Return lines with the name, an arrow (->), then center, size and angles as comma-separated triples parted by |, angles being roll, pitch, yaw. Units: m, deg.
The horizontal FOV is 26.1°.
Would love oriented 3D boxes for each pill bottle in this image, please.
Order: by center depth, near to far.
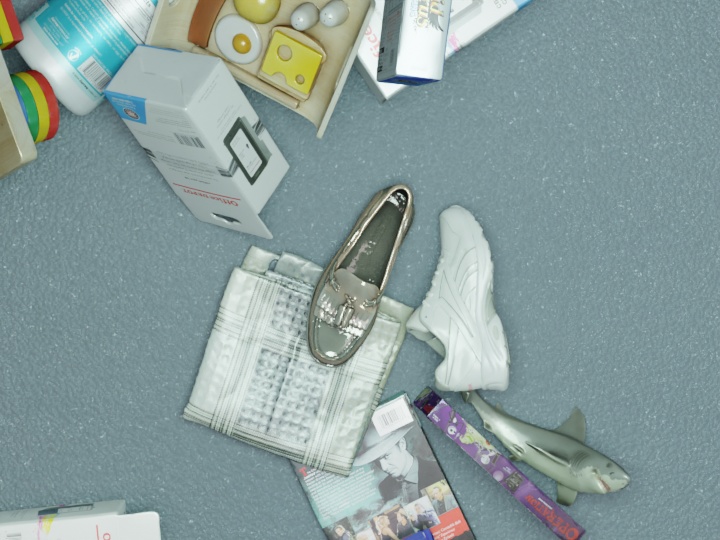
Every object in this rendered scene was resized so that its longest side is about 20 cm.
pill bottle -> -0.240, -0.256, 1.548 | 0.200, 0.111, 0.111 | -40, 95, 0

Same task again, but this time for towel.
towel -> -0.064, 0.092, 1.611 | 0.191, 0.035, 0.202 | 21, 89, 0

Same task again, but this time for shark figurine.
shark figurine -> 0.191, 0.163, 1.632 | 0.214, 0.128, 0.090 | 34, 67, 13

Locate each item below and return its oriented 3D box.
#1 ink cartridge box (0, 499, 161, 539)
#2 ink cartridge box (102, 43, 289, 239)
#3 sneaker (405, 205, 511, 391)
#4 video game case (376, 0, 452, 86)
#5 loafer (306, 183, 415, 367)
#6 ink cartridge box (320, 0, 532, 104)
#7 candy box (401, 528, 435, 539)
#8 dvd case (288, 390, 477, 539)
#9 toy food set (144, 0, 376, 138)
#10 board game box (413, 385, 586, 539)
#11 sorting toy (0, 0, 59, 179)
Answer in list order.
ink cartridge box -> -0.299, 0.305, 1.610 | 0.198, 0.067, 0.118 | -5, 94, -1
ink cartridge box -> -0.151, -0.125, 1.532 | 0.115, 0.200, 0.068 | 16, 62, 35
sneaker -> 0.091, 0.029, 1.580 | 0.098, 0.078, 0.202 | -9, 68, 0
video game case -> 0.052, -0.257, 1.370 | 0.045, 0.200, 0.183 | 5, 95, -5
loafer -> 0.000, 0.000, 1.578 | 0.071, 0.063, 0.201 | 25, 75, -1
ink cartridge box -> 0.064, -0.281, 1.542 | 0.199, 0.146, 0.147 | -35, 95, 2
candy box -> 0.041, 0.398, 1.615 | 0.168, 0.077, 0.201 | -26, 105, -1
dvd case -> 0.027, 0.248, 1.645 | 0.145, 0.022, 0.201 | -27, 96, 0
toy food set -> -0.096, -0.229, 1.468 | 0.199, 0.060, 0.144 | 29, 119, 8
board game box -> 0.140, 0.200, 1.597 | 0.200, 0.120, 0.032 | 43, 92, -4
sorting toy -> -0.375, -0.184, 1.517 | 0.069, 0.199, 0.200 | -21, 92, -38
